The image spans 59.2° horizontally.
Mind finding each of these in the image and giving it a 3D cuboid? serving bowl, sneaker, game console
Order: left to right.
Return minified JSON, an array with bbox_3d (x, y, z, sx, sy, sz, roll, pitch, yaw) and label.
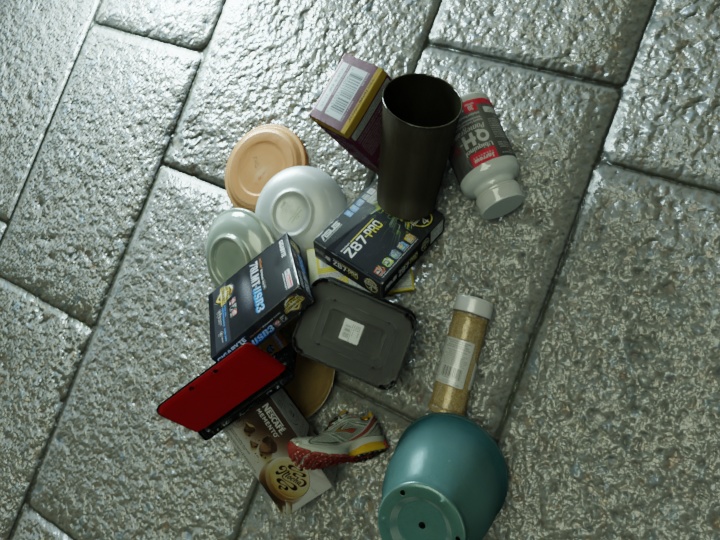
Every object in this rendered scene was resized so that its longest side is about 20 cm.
[{"bbox_3d":[-0.216,0.177,1.063,0.198,0.173,0.120,-35,107,11],"label":"game console"},{"bbox_3d":[-0.125,-0.107,1.239,0.194,0.066,0.207,-1,87,16],"label":"serving bowl"},{"bbox_3d":[-0.043,0.288,1.086,0.078,0.196,0.084,-39,58,39],"label":"sneaker"}]

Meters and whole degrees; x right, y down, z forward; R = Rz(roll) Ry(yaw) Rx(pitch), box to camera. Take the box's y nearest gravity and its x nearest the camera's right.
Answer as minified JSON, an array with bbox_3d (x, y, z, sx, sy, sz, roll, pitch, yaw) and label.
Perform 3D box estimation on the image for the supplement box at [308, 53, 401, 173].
[{"bbox_3d":[0.019,-0.273,1.155,0.102,0.199,0.133,33,90,35],"label":"supplement box"}]

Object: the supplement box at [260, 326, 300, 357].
[{"bbox_3d":[-0.201,0.195,1.196,0.200,0.069,0.067,-46,69,5],"label":"supplement box"}]

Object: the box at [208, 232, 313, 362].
[{"bbox_3d":[-0.182,0.049,1.122,0.197,0.050,0.201,-39,32,10],"label":"box"}]

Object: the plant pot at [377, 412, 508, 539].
[{"bbox_3d":[0.115,0.350,0.969,0.194,0.187,0.207,4,101,21],"label":"plant pot"}]

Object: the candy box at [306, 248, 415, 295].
[{"bbox_3d":[0.000,0.000,1.182,0.193,0.026,0.106,-8,80,5],"label":"candy box"}]

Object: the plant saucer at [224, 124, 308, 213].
[{"bbox_3d":[-0.202,-0.210,1.328,0.194,0.032,0.207,-5,76,21],"label":"plant saucer"}]

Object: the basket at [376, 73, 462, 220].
[{"bbox_3d":[0.092,-0.202,1.091,0.132,0.204,0.183,8,41,1],"label":"basket"}]

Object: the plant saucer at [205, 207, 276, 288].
[{"bbox_3d":[-0.246,-0.018,1.254,0.195,0.050,0.207,9,106,31],"label":"plant saucer"}]

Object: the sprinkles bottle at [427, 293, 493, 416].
[{"bbox_3d":[0.171,0.147,1.085,0.066,0.068,0.206,14,85,23],"label":"sprinkles bottle"}]

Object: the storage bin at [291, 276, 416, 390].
[{"bbox_3d":[-0.008,0.106,1.115,0.195,0.094,0.139,22,93,4],"label":"storage bin"}]

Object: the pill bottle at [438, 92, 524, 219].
[{"bbox_3d":[0.213,-0.199,1.116,0.108,0.110,0.205,-25,71,15],"label":"pill bottle"}]

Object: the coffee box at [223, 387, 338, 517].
[{"bbox_3d":[-0.141,0.311,1.126,0.111,0.080,0.203,-32,96,11],"label":"coffee box"}]

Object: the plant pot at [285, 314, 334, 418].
[{"bbox_3d":[-0.133,0.188,1.220,0.194,0.027,0.207,-5,77,22],"label":"plant pot"}]

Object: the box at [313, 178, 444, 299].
[{"bbox_3d":[0.036,-0.063,1.143,0.159,0.050,0.200,30,58,26],"label":"box"}]
